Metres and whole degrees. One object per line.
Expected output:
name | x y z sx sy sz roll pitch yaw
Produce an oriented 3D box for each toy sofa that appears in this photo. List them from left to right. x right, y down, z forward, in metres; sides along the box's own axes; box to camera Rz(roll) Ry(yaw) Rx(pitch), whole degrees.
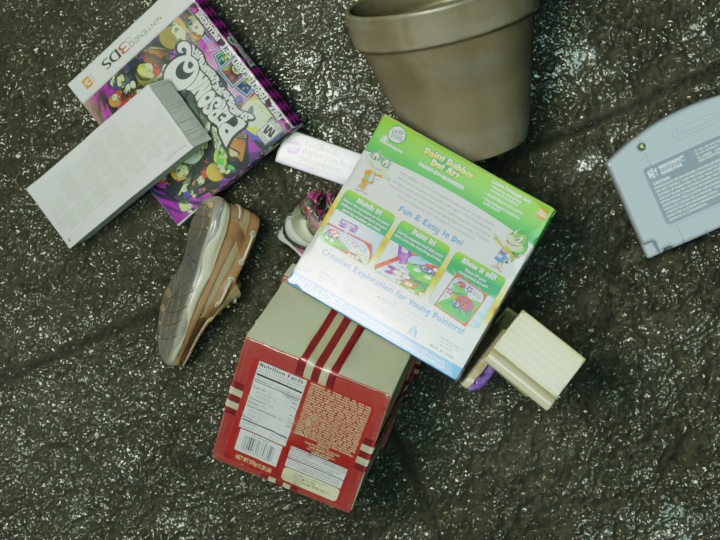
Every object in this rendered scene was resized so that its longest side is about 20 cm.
toy sofa | 0.160 0.100 1.583 0.083 0.200 0.098 38 89 1

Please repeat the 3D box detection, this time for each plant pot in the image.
plant pot | 0.100 -0.208 1.585 0.200 0.200 0.174 -14 108 5

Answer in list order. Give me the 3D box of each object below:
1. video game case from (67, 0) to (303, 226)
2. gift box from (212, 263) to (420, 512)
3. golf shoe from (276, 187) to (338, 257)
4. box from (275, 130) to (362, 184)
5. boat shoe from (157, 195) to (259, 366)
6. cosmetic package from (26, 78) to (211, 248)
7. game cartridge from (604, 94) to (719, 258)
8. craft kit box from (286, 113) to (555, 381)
video game case | -0.190 -0.179 1.651 0.181 0.036 0.200 -37 91 23
gift box | -0.048 0.123 1.607 0.184 0.187 0.200 26 122 4
golf shoe | 0.000 0.000 1.662 0.200 0.073 0.092 43 130 -6
box | 0.009 -0.104 1.660 0.200 0.041 0.039 19 95 2
boat shoe | -0.163 0.019 1.665 0.072 0.076 0.200 12 113 -29
cosmetic package | -0.259 -0.113 1.645 0.200 0.051 0.083 -35 89 26
game cartridge | 0.370 -0.113 1.634 0.200 0.041 0.133 -23 95 5
craft kit box | 0.060 -0.023 1.531 0.200 0.049 0.198 31 90 9
